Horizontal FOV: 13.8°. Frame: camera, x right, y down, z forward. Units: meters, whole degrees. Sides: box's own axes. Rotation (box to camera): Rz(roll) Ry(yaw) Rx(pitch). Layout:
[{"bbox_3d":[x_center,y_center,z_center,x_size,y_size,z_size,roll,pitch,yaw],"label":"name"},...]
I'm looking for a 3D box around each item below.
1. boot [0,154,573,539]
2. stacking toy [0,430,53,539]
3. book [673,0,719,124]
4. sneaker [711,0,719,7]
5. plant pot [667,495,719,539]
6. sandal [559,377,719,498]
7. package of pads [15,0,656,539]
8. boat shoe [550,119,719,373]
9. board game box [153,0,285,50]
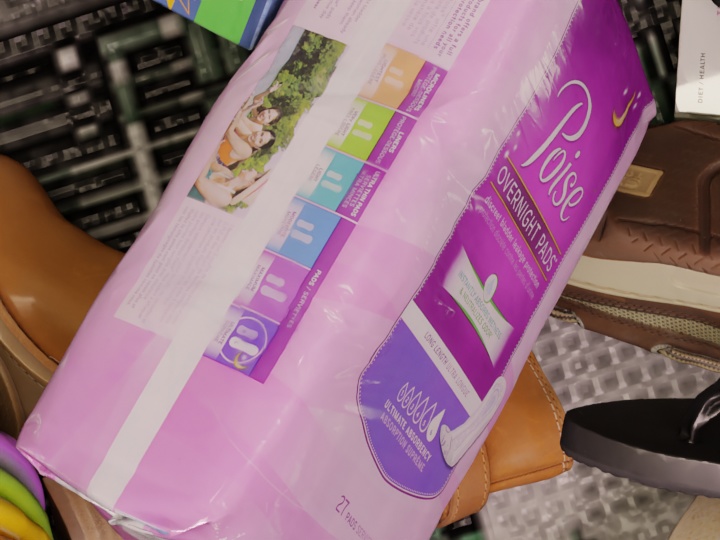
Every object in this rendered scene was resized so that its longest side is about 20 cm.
[{"bbox_3d":[-0.037,0.020,0.918,0.155,0.074,0.200,-19,53,-14],"label":"boot"},{"bbox_3d":[-0.125,0.081,0.831,0.116,0.110,0.200,-42,33,22],"label":"stacking toy"},{"bbox_3d":[0.200,-0.102,0.907,0.200,0.048,0.134,4,83,8],"label":"book"},{"bbox_3d":[0.147,-0.077,0.859,0.083,0.071,0.200,-23,78,10],"label":"sneaker"},{"bbox_3d":[0.179,0.131,0.828,0.200,0.187,0.188,23,87,25],"label":"plant pot"},{"bbox_3d":[0.154,0.033,0.823,0.200,0.075,0.045,-2,104,-1],"label":"sandal"},{"bbox_3d":[0.000,0.000,0.794,0.076,0.121,0.200,23,73,25],"label":"package of pads"},{"bbox_3d":[0.057,-0.014,0.905,0.202,0.075,0.075,23,59,33],"label":"boat shoe"},{"bbox_3d":[-0.045,-0.129,0.875,0.135,0.200,0.034,28,115,11],"label":"board game box"}]
